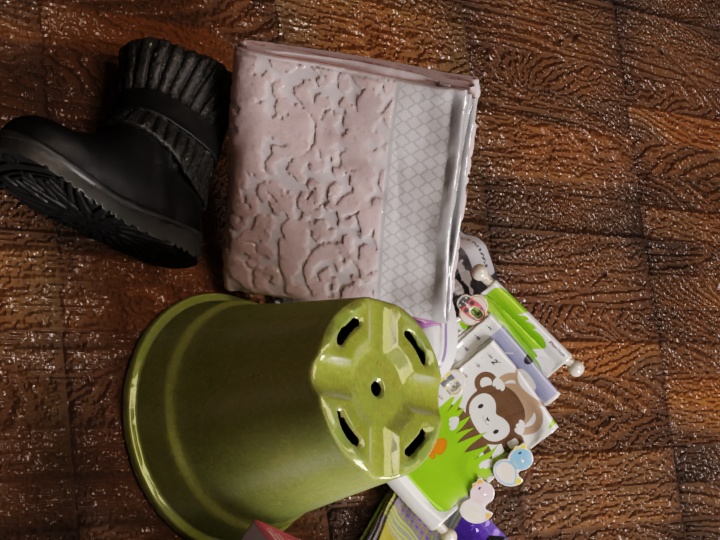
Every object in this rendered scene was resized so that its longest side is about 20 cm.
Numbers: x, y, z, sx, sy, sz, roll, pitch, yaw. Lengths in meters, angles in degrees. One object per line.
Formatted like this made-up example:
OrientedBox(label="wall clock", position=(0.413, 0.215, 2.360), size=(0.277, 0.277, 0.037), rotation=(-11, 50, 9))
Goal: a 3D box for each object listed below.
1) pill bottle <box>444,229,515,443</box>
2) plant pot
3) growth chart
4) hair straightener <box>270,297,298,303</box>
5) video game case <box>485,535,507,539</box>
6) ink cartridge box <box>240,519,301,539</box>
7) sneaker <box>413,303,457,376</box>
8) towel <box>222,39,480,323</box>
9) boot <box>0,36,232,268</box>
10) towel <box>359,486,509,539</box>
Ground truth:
OrientedBox(label="pill bottle", position=(0.075, 0.041, 1.539), size=(0.106, 0.106, 0.202), rotation=(-26, 98, -46))
OrientedBox(label="plant pot", position=(-0.044, 0.100, 1.344), size=(0.199, 0.183, 0.203), rotation=(15, 68, -42))
OrientedBox(label="growth chart", position=(0.091, 0.116, 1.486), size=(0.144, 0.201, 0.018), rotation=(38, 7, -3))
OrientedBox(label="hair straightener", position=(-0.046, 0.001, 1.472), size=(0.077, 0.041, 0.201), rotation=(-42, 109, -44))
OrientedBox(label="video game case", position=(0.114, 0.360, 1.522), size=(0.181, 0.025, 0.200), rotation=(50, 61, -24))
OrientedBox(label="ink cartridge box", position=(0.003, 0.274, 1.277), size=(0.199, 0.146, 0.085), rotation=(32, 94, -33))
OrientedBox(label="sneaker", position=(-0.001, 0.000, 1.446), size=(0.114, 0.073, 0.202), rotation=(3, 56, -49))
OrientedBox(label="towel", position=(-0.012, -0.064, 1.368), size=(0.032, 0.189, 0.202), rotation=(-56, 154, -65))
OrientedBox(label="boot", position=(-0.181, -0.108, 1.334), size=(0.211, 0.079, 0.159), rotation=(32, 64, -48))
OrientedBox(label="towel", position=(0.076, 0.255, 1.541), size=(0.200, 0.023, 0.144), rotation=(51, 48, -23))
